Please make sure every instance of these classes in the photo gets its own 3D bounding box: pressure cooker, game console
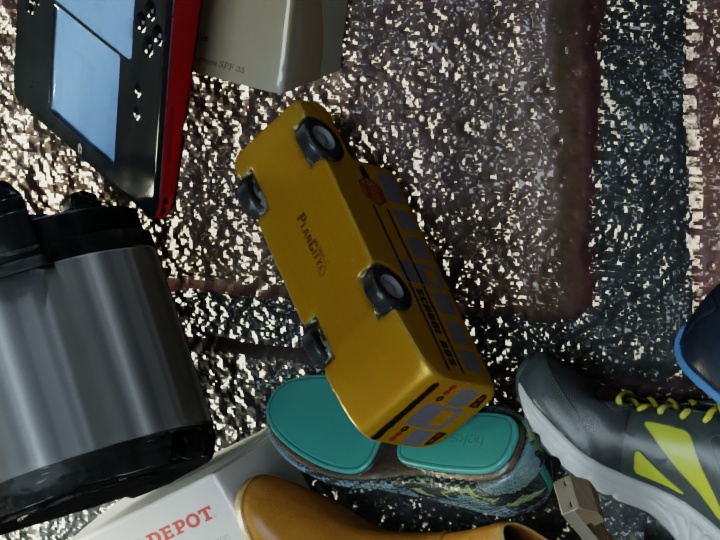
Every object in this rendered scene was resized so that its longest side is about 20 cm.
[{"bbox_3d":[-0.191,0.045,1.682,0.176,0.178,0.200,-23,82,41],"label":"pressure cooker"},{"bbox_3d":[-0.152,-0.145,1.644,0.200,0.031,0.177,40,126,50],"label":"game console"}]

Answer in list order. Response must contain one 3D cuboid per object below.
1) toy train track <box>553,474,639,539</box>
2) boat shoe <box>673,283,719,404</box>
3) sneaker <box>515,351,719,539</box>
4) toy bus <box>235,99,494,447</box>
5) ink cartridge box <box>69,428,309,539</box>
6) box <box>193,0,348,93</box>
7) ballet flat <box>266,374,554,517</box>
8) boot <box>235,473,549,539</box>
[{"bbox_3d":[0.164,0.170,1.574,0.032,0.115,0.200,-26,136,14],"label":"toy train track"},{"bbox_3d":[0.262,0.077,1.538,0.200,0.084,0.069,35,114,11],"label":"boat shoe"},{"bbox_3d":[0.181,0.097,1.596,0.200,0.074,0.085,35,110,4],"label":"sneaker"},{"bbox_3d":[0.000,0.000,1.618,0.065,0.078,0.200,-43,56,29],"label":"toy bus"},{"bbox_3d":[-0.075,0.219,1.736,0.146,0.084,0.200,-28,92,32],"label":"ink cartridge box"},{"bbox_3d":[-0.055,-0.212,1.610,0.095,0.078,0.201,14,110,23],"label":"box"},{"bbox_3d":[0.030,0.108,1.662,0.200,0.074,0.074,12,110,42],"label":"ballet flat"},{"bbox_3d":[0.037,0.167,1.646,0.201,0.071,0.144,40,139,-14],"label":"boot"}]
